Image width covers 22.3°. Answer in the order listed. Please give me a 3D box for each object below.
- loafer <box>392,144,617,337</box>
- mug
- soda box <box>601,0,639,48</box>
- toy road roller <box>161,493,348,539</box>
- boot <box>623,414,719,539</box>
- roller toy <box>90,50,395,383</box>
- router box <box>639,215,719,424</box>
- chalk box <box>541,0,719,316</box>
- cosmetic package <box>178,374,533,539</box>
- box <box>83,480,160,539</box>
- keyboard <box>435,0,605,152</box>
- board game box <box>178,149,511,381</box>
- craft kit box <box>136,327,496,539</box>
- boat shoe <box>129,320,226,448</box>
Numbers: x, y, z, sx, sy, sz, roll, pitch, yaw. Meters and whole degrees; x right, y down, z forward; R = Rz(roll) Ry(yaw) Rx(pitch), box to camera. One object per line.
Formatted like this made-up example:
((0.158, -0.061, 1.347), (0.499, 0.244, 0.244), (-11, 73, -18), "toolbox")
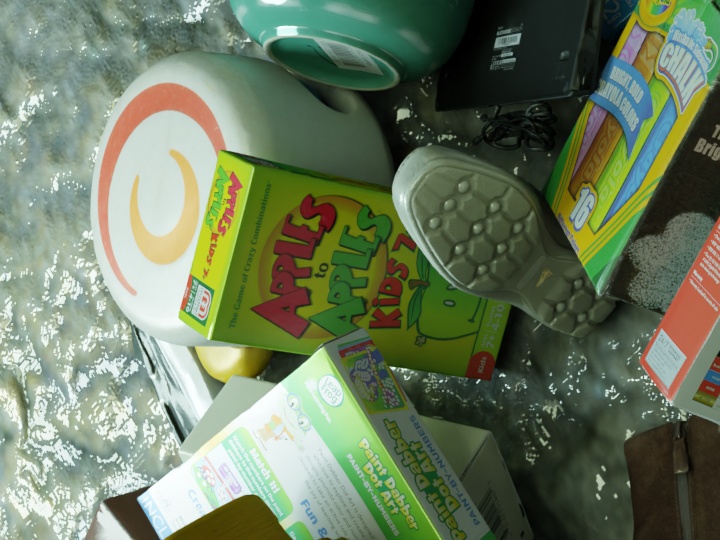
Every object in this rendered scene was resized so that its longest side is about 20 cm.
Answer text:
((0.076, -0.021, 1.031), (0.070, 0.200, 0.070), (-48, 49, 6), "loafer")
((-0.018, -0.183, 1.102), (0.152, 0.184, 0.115), (-13, 62, 66), "mug")
((0.125, -0.221, 1.077), (0.064, 0.068, 0.201), (-39, 67, 17), "soda box")
((-0.062, 0.217, 0.996), (0.146, 0.123, 0.200), (48, 127, 17), "toy road roller")
((0.174, 0.180, 1.046), (0.199, 0.072, 0.168), (-28, 60, 33), "boot")
((-0.071, -0.041, 1.173), (0.182, 0.139, 0.202), (-28, 69, 43), "roller toy")
((0.267, 0.013, 0.900), (0.180, 0.199, 0.049), (-63, 19, 15), "router box")
((0.202, -0.081, 0.949), (0.201, 0.124, 0.124), (-63, 21, 22), "chalk box")
((-0.003, 0.138, 1.129), (0.199, 0.073, 0.104), (8, 137, 36), "cosmetic package")
((-0.089, 0.230, 1.192), (0.200, 0.100, 0.075), (48, 126, 28), "box")
((0.099, -0.118, 1.075), (0.200, 0.039, 0.105), (-172, 94, -71), "keyboard")
((0.000, 0.000, 1.081), (0.048, 0.199, 0.102), (28, 105, 56), "board game box")
((-0.016, 0.167, 1.051), (0.197, 0.048, 0.201), (-39, 79, 41), "craft kit box")
((-0.130, 0.048, 1.257), (0.057, 0.068, 0.201), (-39, 68, 30), "boat shoe")
